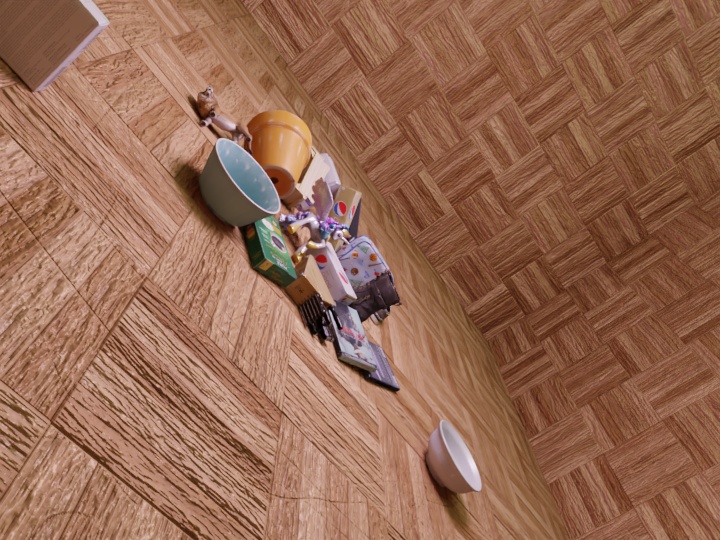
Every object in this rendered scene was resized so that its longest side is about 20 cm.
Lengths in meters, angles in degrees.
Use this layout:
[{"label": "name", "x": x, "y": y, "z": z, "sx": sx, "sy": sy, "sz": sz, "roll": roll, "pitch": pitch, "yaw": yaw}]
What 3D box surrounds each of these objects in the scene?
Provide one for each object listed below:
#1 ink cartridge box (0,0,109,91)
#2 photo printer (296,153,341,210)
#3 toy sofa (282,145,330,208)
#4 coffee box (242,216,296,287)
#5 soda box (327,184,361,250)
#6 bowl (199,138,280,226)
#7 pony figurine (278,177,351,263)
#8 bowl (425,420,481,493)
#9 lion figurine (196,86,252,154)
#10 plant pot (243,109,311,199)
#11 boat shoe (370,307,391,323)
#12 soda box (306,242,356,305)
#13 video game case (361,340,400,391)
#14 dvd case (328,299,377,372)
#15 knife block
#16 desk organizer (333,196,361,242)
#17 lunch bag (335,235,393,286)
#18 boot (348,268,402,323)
[{"label": "ink cartridge box", "x": -0.515, "y": -0.409, "z": 0.860, "sx": 0.201, "sy": 0.159, "sz": 0.050, "roll": 50, "pitch": 12, "yaw": -20}, {"label": "photo printer", "x": -0.156, "y": -0.302, "z": 1.868, "sx": 0.070, "sy": 0.163, "sz": 0.202, "roll": 66, "pitch": 2, "yaw": -45}, {"label": "toy sofa", "x": -0.175, "y": -0.282, "z": 1.758, "sx": 0.098, "sy": 0.082, "sz": 0.203, "roll": 45, "pitch": 44, "yaw": -29}, {"label": "coffee box", "x": -0.225, "y": -0.067, "z": 1.346, "sx": 0.123, "sy": 0.044, "sz": 0.203, "roll": 38, "pitch": 23, "yaw": -52}, {"label": "soda box", "x": -0.066, "y": -0.164, "z": 1.795, "sx": 0.063, "sy": 0.205, "sz": 0.068, "roll": 22, "pitch": 9, "yaw": 13}, {"label": "bowl", "x": -0.281, "y": -0.179, "z": 1.260, "sx": 0.201, "sy": 0.104, "sz": 0.202, "roll": 48, "pitch": 17, "yaw": -19}, {"label": "pony figurine", "x": -0.133, "y": -0.131, "z": 1.568, "sx": 0.197, "sy": 0.167, "sz": 0.196, "roll": -23, "pitch": 75, "yaw": -40}, {"label": "bowl", "x": 0.239, "y": 0.522, "z": 1.537, "sx": 0.202, "sy": 0.089, "sz": 0.202, "roll": 51, "pitch": 15, "yaw": -18}, {"label": "lion figurine", "x": -0.363, "y": -0.399, "z": 1.524, "sx": 0.199, "sy": 0.072, "sz": 0.123, "roll": 42, "pitch": 20, "yaw": -23}, {"label": "plant pot", "x": -0.237, "y": -0.309, "z": 1.589, "sx": 0.200, "sy": 0.197, "sz": 0.187, "roll": 43, "pitch": 34, "yaw": -41}, {"label": "boat shoe", "x": 0.076, "y": 0.127, "z": 1.921, "sx": 0.073, "sy": 0.060, "sz": 0.202, "roll": 55, "pitch": 14, "yaw": -2}, {"label": "soda box", "x": -0.085, "y": 0.009, "z": 1.621, "sx": 0.068, "sy": 0.063, "sz": 0.203, "roll": 30, "pitch": 30, "yaw": -60}, {"label": "video game case", "x": 0.039, "y": 0.258, "z": 1.587, "sx": 0.199, "sy": 0.019, "sz": 0.145, "roll": 35, "pitch": 25, "yaw": -55}, {"label": "dvd case", "x": -0.033, "y": 0.166, "z": 1.495, "sx": 0.145, "sy": 0.022, "sz": 0.203, "roll": 31, "pitch": 30, "yaw": -43}, {"label": "knife block", "x": -0.106, "y": 0.074, "z": 1.400, "sx": 0.177, "sy": 0.063, "sz": 0.201, "roll": 53, "pitch": 14, "yaw": -17}, {"label": "desk organizer", "x": -0.053, "y": -0.154, "z": 1.910, "sx": 0.075, "sy": 0.205, "sz": 0.072, "roll": 19, "pitch": 34, "yaw": 19}, {"label": "lunch bag", "x": 0.000, "y": 0.000, "z": 1.752, "sx": 0.202, "sy": 0.158, "sz": 0.076, "roll": 54, "pitch": 6, "yaw": -22}, {"label": "boot", "x": 0.017, "y": 0.050, "z": 1.648, "sx": 0.203, "sy": 0.172, "sz": 0.069, "roll": 60, "pitch": 15, "yaw": 15}]
